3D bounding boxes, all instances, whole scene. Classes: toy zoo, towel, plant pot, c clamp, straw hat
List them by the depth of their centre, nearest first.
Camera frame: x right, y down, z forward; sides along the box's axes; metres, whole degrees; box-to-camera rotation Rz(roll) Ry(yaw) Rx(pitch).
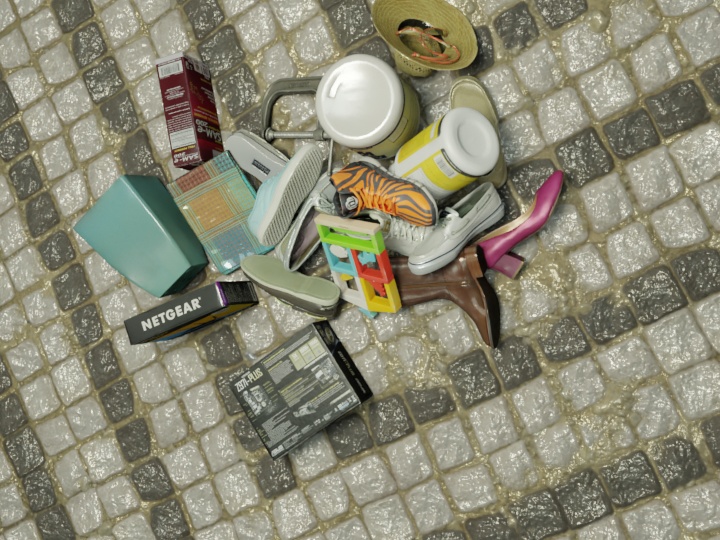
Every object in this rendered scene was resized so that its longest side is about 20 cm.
[{"bbox_3d":[0.098,-0.380,1.330,0.201,0.201,0.085,40,143,12],"label":"straw hat"},{"bbox_3d":[0.000,0.000,1.332,0.130,0.020,0.201,13,133,38],"label":"toy zoo"},{"bbox_3d":[-0.114,-0.266,1.395,0.199,0.027,0.173,14,92,37],"label":"c clamp"},{"bbox_3d":[-0.246,-0.101,1.423,0.146,0.022,0.201,-26,109,14],"label":"towel"},{"bbox_3d":[-0.391,-0.056,1.454,0.141,0.141,0.200,-44,86,12],"label":"plant pot"}]

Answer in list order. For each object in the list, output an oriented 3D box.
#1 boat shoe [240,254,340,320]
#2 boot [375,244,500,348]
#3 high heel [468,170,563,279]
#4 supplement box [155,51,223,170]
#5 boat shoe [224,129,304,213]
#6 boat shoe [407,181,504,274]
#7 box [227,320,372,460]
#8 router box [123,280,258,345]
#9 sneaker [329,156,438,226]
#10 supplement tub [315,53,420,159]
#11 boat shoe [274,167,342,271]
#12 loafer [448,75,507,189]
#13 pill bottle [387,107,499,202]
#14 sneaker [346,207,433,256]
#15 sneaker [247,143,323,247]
[{"bbox_3d":[-0.130,0.033,1.408,0.200,0.072,0.061,22,134,19],"label":"boat shoe"},{"bbox_3d":[0.130,0.054,1.337,0.198,0.064,0.188,-10,99,27],"label":"boot"},{"bbox_3d":[0.257,-0.089,1.293,0.096,0.067,0.201,28,101,4],"label":"high heel"},{"bbox_3d":[-0.312,-0.288,1.441,0.060,0.109,0.202,-11,88,15],"label":"supplement box"},{"bbox_3d":[-0.155,-0.183,1.416,0.199,0.066,0.072,34,123,-5],"label":"boat shoe"},{"bbox_3d":[0.149,-0.075,1.281,0.200,0.073,0.067,-39,123,-19],"label":"boat shoe"},{"bbox_3d":[-0.107,0.212,1.392,0.199,0.086,0.164,-36,81,13],"label":"box"},{"bbox_3d":[-0.305,0.076,1.418,0.199,0.149,0.052,-23,83,15],"label":"router box"},{"bbox_3d":[0.026,-0.108,1.249,0.199,0.112,0.078,32,139,38],"label":"sneaker"},{"bbox_3d":[0.020,-0.264,1.296,0.143,0.200,0.147,0,90,16],"label":"supplement tub"},{"bbox_3d":[-0.078,-0.089,1.380,0.202,0.074,0.065,-50,35,12],"label":"boat shoe"},{"bbox_3d":[0.200,-0.236,1.312,0.075,0.068,0.202,-19,86,14],"label":"loafer"},{"bbox_3d":[0.125,-0.176,1.271,0.200,0.111,0.113,-27,80,55],"label":"pill bottle"},{"bbox_3d":[0.063,-0.063,1.329,0.198,0.115,0.074,8,90,15],"label":"sneaker"},{"bbox_3d":[-0.142,-0.144,1.355,0.082,0.074,0.201,41,106,29],"label":"sneaker"}]
